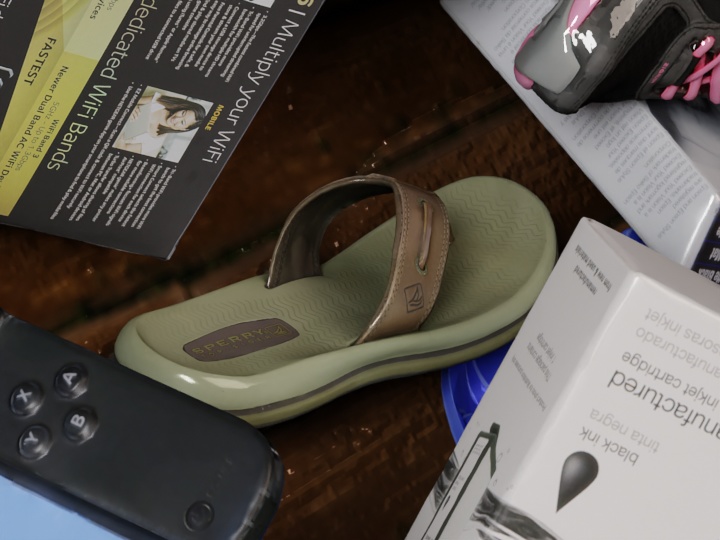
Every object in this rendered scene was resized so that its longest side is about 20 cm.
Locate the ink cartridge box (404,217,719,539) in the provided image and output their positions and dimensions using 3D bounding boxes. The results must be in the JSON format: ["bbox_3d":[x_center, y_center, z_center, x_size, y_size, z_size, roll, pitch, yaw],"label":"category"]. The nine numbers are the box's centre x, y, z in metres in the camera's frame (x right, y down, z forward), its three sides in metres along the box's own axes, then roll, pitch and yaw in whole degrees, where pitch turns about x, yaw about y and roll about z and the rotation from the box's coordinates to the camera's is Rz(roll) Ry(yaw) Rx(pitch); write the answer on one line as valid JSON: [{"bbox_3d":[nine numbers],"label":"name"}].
[{"bbox_3d":[0.093,0.108,0.947,0.145,0.201,0.084,26,9,-13],"label":"ink cartridge box"}]

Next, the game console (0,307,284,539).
[{"bbox_3d":[-0.147,0.084,0.761,0.201,0.170,0.118,-61,150,-13],"label":"game console"}]

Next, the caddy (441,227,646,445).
[{"bbox_3d":[0.117,0.083,1.071,0.200,0.105,0.142,41,26,-15],"label":"caddy"}]

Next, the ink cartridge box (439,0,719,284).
[{"bbox_3d":[0.147,-0.037,1.116,0.199,0.041,0.200,7,42,-55],"label":"ink cartridge box"}]

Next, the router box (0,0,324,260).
[{"bbox_3d":[-0.085,-0.108,0.904,0.157,0.201,0.052,14,29,-39],"label":"router box"}]

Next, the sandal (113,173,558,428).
[{"bbox_3d":[0.000,0.001,1.006,0.200,0.079,0.058,-23,125,-46],"label":"sandal"}]

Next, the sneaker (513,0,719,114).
[{"bbox_3d":[0.134,-0.088,1.037,0.096,0.079,0.200,51,42,9],"label":"sneaker"}]
